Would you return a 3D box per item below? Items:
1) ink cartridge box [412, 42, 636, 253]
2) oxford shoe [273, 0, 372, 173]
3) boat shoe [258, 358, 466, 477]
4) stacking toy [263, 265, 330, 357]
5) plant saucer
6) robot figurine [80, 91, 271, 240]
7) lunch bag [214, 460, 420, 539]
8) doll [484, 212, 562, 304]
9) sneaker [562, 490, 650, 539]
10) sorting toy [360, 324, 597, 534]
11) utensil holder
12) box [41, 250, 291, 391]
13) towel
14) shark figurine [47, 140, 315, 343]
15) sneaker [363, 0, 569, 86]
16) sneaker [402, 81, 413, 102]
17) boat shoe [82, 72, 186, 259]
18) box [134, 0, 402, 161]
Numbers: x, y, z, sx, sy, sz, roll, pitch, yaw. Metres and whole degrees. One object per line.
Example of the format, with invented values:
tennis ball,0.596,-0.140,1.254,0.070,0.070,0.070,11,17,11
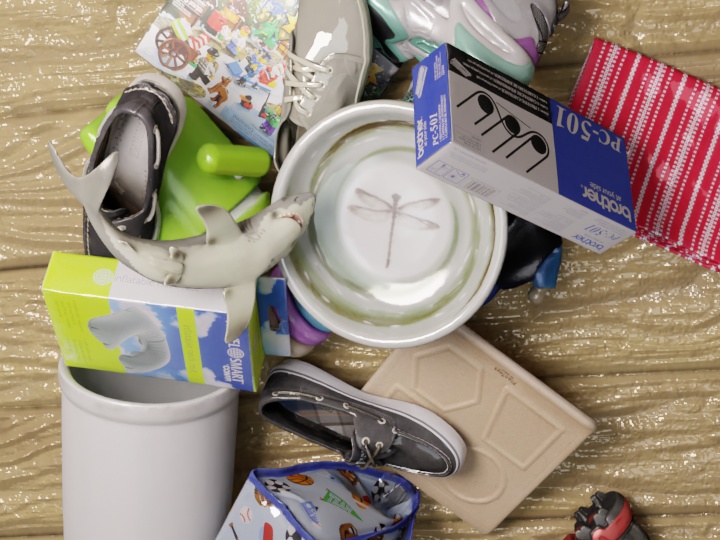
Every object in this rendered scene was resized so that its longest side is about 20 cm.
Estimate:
ink cartridge box,0.128,-0.092,1.013,0.198,0.095,0.044,22,143,-32
oxford shoe,-0.036,-0.157,1.073,0.075,0.057,0.203,29,126,30
boat shoe,-0.002,0.147,1.183,0.198,0.066,0.070,27,130,5
stacking toy,0.000,0.000,1.147,0.198,0.085,0.086,-29,102,27
plant saucer,0.026,-0.039,1.067,0.197,0.050,0.204,3,102,14
robot figurine,-0.154,-0.070,1.152,0.175,0.116,0.201,-34,100,35
lunch bag,-0.041,0.272,1.208,0.124,0.199,0.171,42,112,28
doll,0.115,-0.022,1.162,0.199,0.049,0.137,-31,101,17
sneaker,0.202,0.305,1.241,0.098,0.071,0.201,43,107,-4
sorting toy,0.094,0.138,1.202,0.184,0.037,0.200,36,129,-3
utensil holder,-0.198,0.176,1.212,0.167,0.170,0.203,9,111,6
box,-0.161,0.045,1.109,0.197,0.048,0.123,7,144,5
towel,0.264,-0.095,1.110,0.198,0.022,0.146,23,91,1
shark figurine,-0.150,-0.024,1.021,0.212,0.089,0.130,11,101,-32
sneaker,0.079,-0.234,1.081,0.198,0.078,0.141,31,74,15
sneaker,0.048,-0.113,1.121,0.077,0.091,0.200,38,109,-6
boat shoe,-0.194,-0.064,1.063,0.073,0.061,0.201,29,126,1
box,-0.080,-0.188,1.145,0.199,0.038,0.137,37,109,-4
